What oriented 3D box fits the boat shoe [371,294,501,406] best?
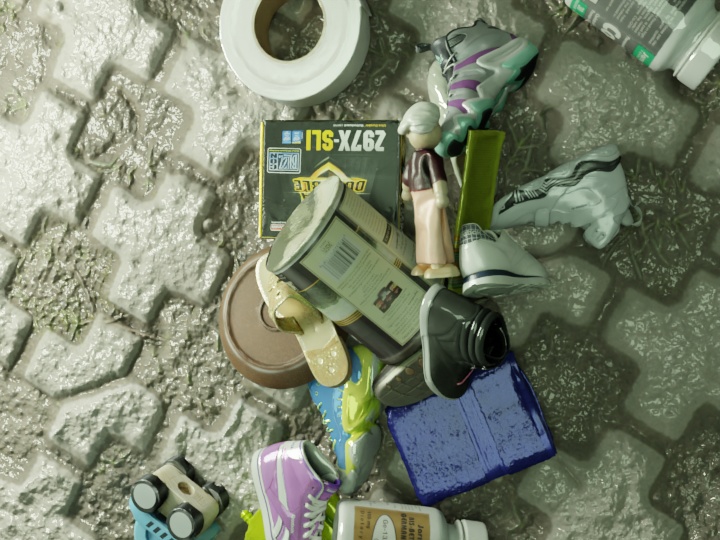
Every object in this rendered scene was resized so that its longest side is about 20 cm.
[{"bbox_3d":[0.095,0.101,1.296,0.199,0.073,0.075,-36,128,-4],"label":"boat shoe"}]

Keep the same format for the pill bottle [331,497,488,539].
[{"bbox_3d":[0.062,0.364,1.279,0.196,0.114,0.117,7,93,-5],"label":"pill bottle"}]

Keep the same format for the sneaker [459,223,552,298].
[{"bbox_3d":[0.181,-0.011,1.218,0.075,0.199,0.082,-20,76,26],"label":"sneaker"}]

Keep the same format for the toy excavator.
[{"bbox_3d":[-0.257,0.395,1.381,0.193,0.100,0.202,35,111,11],"label":"toy excavator"}]

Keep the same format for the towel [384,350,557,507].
[{"bbox_3d":[0.145,0.211,1.307,0.197,0.050,0.150,-24,83,10],"label":"towel"}]

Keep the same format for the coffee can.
[{"bbox_3d":[0.000,0.000,1.242,0.199,0.147,0.147,39,99,-18],"label":"coffee can"}]

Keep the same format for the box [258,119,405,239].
[{"bbox_3d":[-0.038,-0.122,1.334,0.196,0.049,0.163,2,90,12],"label":"box"}]

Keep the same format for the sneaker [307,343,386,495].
[{"bbox_3d":[-0.024,0.196,1.335,0.103,0.076,0.204,11,87,23],"label":"sneaker"}]

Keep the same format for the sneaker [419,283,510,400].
[{"bbox_3d":[0.132,0.108,1.191,0.098,0.202,0.071,23,57,30],"label":"sneaker"}]

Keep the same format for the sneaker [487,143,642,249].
[{"bbox_3d":[0.258,-0.069,1.257,0.198,0.075,0.116,-27,86,11],"label":"sneaker"}]

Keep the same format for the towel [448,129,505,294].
[{"bbox_3d":[0.143,-0.071,1.215,0.018,0.086,0.204,13,104,30],"label":"towel"}]

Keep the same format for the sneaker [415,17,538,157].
[{"bbox_3d":[0.118,-0.240,1.236,0.139,0.078,0.200,35,64,15],"label":"sneaker"}]

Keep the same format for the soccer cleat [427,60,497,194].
[{"bbox_3d":[0.136,-0.184,1.279,0.068,0.078,0.204,-17,88,12],"label":"soccer cleat"}]

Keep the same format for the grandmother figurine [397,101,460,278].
[{"bbox_3d":[0.079,-0.097,1.165,0.060,0.121,0.204,-9,99,-30],"label":"grandmother figurine"}]

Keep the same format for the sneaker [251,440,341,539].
[{"bbox_3d":[-0.068,0.322,1.282,0.113,0.072,0.204,-19,90,30],"label":"sneaker"}]

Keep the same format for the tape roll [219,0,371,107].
[{"bbox_3d":[-0.087,-0.327,1.326,0.198,0.071,0.207,0,91,12],"label":"tape roll"}]

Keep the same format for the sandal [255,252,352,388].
[{"bbox_3d":[-0.080,0.053,1.271,0.077,0.070,0.213,-34,70,7],"label":"sandal"}]

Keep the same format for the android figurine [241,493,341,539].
[{"bbox_3d":[-0.080,0.389,1.360,0.199,0.041,0.183,40,99,8],"label":"android figurine"}]

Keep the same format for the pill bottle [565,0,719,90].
[{"bbox_3d":[0.361,-0.320,1.210,0.199,0.113,0.114,39,99,9],"label":"pill bottle"}]

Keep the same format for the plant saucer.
[{"bbox_3d":[-0.109,0.058,1.335,0.196,0.034,0.204,-5,76,18],"label":"plant saucer"}]
